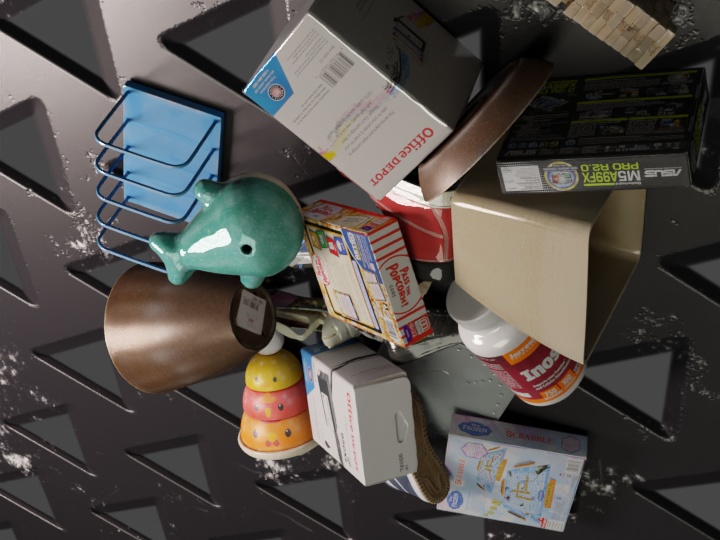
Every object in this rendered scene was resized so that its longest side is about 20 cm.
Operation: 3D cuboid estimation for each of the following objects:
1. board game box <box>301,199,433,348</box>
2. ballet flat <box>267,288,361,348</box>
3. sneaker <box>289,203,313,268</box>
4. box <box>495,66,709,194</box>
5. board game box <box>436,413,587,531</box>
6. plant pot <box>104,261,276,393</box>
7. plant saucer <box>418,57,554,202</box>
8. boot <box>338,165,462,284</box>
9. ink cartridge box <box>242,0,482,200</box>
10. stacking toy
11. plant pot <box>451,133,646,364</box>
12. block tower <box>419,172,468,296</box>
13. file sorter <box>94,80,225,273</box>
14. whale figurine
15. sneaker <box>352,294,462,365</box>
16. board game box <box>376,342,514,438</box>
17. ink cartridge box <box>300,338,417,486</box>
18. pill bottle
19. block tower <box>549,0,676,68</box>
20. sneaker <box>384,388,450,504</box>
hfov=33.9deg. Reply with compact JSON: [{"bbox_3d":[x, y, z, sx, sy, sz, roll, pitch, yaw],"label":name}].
[{"bbox_3d":[0.000,0.000,1.455,0.200,0.046,0.153,20,132,60],"label":"board game box"},{"bbox_3d":[-0.061,0.070,1.657,0.198,0.072,0.069,6,140,19],"label":"ballet flat"},{"bbox_3d":[-0.125,-0.046,1.584,0.198,0.076,0.078,-8,121,17],"label":"sneaker"},{"bbox_3d":[0.257,-0.148,1.244,0.198,0.161,0.045,-1,129,24],"label":"box"},{"bbox_3d":[0.220,0.301,1.742,0.197,0.041,0.201,10,137,5],"label":"board game box"},{"bbox_3d":[-0.218,0.070,1.629,0.199,0.188,0.188,-8,127,39],"label":"plant pot"},{"bbox_3d":[0.126,-0.158,1.267,0.034,0.201,0.200,41,134,-8],"label":"plant saucer"},{"bbox_3d":[0.042,-0.062,1.426,0.199,0.072,0.146,29,130,41],"label":"boot"},{"bbox_3d":[0.006,-0.214,1.306,0.199,0.145,0.147,38,135,-13],"label":"ink cartridge box"},{"bbox_3d":[-0.130,0.167,1.762,0.145,0.146,0.202,-1,114,25],"label":"stacking toy"},{"bbox_3d":[0.210,-0.049,1.345,0.176,0.200,0.201,15,136,24],"label":"plant pot"},{"bbox_3d":[0.092,-0.048,1.488,0.057,0.054,0.201,26,137,1],"label":"block tower"},{"bbox_3d":[-0.269,-0.115,1.542,0.137,0.123,0.201,19,136,8],"label":"file sorter"},{"bbox_3d":[-0.167,-0.036,1.465,0.198,0.104,0.160,-19,116,12],"label":"whale figurine"},{"bbox_3d":[0.085,0.057,1.577,0.198,0.060,0.105,-22,93,13],"label":"sneaker"},{"bbox_3d":[0.114,0.157,1.691,0.198,0.026,0.201,25,137,1],"label":"board game box"},{"bbox_3d":[-0.004,0.189,1.626,0.200,0.083,0.146,-155,55,-64],"label":"ink cartridge box"},{"bbox_3d":[0.194,0.078,1.486,0.112,0.114,0.200,-15,139,34],"label":"pill bottle"},{"bbox_3d":[0.225,-0.290,1.190,0.199,0.058,0.054,35,135,-7],"label":"block tower"},{"bbox_3d":[0.053,0.247,1.735,0.108,0.070,0.202,0,116,59],"label":"sneaker"}]
